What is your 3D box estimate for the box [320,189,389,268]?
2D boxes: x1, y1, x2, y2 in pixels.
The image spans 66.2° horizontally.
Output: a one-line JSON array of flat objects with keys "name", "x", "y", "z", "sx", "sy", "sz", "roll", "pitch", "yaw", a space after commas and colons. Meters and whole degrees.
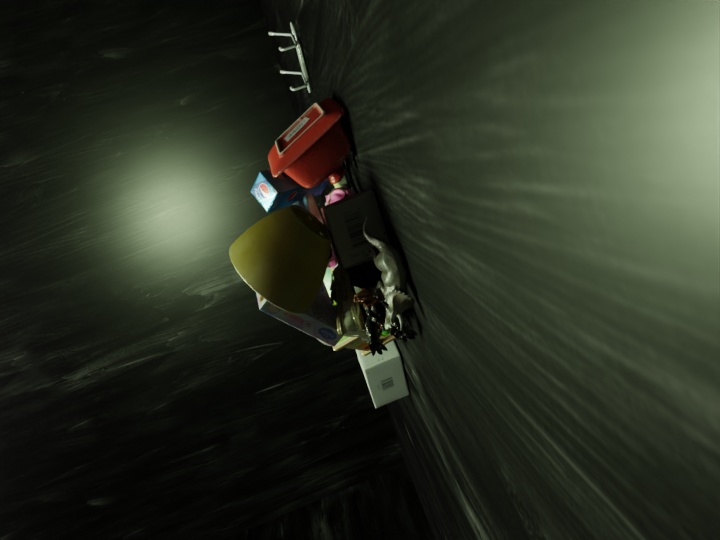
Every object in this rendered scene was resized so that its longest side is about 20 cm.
[{"name": "box", "x": -0.015, "y": -0.090, "z": 1.172, "sx": 0.200, "sy": 0.106, "sz": 0.131, "roll": -140, "pitch": 31, "yaw": -81}]

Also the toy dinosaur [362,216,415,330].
[{"name": "toy dinosaur", "x": 0.056, "y": 0.000, "z": 1.009, "sx": 0.102, "sy": 0.075, "sz": 0.207, "roll": 180, "pitch": 81, "yaw": -67}]

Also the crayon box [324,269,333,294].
[{"name": "crayon box", "x": -0.044, "y": -0.001, "z": 1.414, "sx": 0.051, "sy": 0.197, "sz": 0.129, "roll": -7, "pitch": -106, "yaw": -57}]

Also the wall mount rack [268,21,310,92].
[{"name": "wall mount rack", "x": -0.206, "y": -0.618, "z": 1.607, "sx": 0.176, "sy": 0.072, "sz": 0.204, "roll": -113, "pitch": 7, "yaw": -50}]

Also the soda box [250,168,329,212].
[{"name": "soda box", "x": -0.157, "y": -0.202, "z": 1.281, "sx": 0.068, "sy": 0.198, "sz": 0.065, "roll": 47, "pitch": 128, "yaw": 11}]

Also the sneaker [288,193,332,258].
[{"name": "sneaker", "x": -0.120, "y": -0.084, "z": 1.231, "sx": 0.202, "sy": 0.088, "sz": 0.080, "roll": -115, "pitch": 8, "yaw": -45}]

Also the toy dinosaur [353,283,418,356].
[{"name": "toy dinosaur", "x": 0.039, "y": 0.086, "z": 1.108, "sx": 0.102, "sy": 0.196, "sz": 0.139, "roll": -38, "pitch": 56, "yaw": 39}]

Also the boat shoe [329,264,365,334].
[{"name": "boat shoe", "x": -0.039, "y": 0.057, "z": 1.185, "sx": 0.202, "sy": 0.061, "sz": 0.075, "roll": -113, "pitch": 5, "yaw": -56}]

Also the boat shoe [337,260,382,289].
[{"name": "boat shoe", "x": -0.001, "y": 0.002, "z": 1.254, "sx": 0.066, "sy": 0.075, "sz": 0.199, "roll": 40, "pitch": -179, "yaw": -43}]

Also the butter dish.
[{"name": "butter dish", "x": -0.089, "y": -0.252, "z": 1.192, "sx": 0.148, "sy": 0.199, "sz": 0.200, "roll": 46, "pitch": -172, "yaw": -28}]

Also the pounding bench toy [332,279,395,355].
[{"name": "pounding bench toy", "x": 0.036, "y": 0.103, "z": 1.340, "sx": 0.154, "sy": 0.198, "sz": 0.127, "roll": 20, "pitch": -136, "yaw": -53}]

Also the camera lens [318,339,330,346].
[{"name": "camera lens", "x": -0.043, "y": 0.096, "z": 1.546, "sx": 0.159, "sy": 0.199, "sz": 0.162, "roll": 35, "pitch": -149, "yaw": -25}]

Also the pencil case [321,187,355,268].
[{"name": "pencil case", "x": -0.070, "y": -0.105, "z": 1.346, "sx": 0.092, "sy": 0.091, "sz": 0.204, "roll": 86, "pitch": -161, "yaw": -52}]

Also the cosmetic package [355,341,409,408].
[{"name": "cosmetic package", "x": 0.055, "y": 0.270, "z": 1.709, "sx": 0.202, "sy": 0.120, "sz": 0.203, "roll": -115, "pitch": 7, "yaw": -46}]

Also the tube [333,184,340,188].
[{"name": "tube", "x": -0.075, "y": -0.287, "z": 1.559, "sx": 0.059, "sy": 0.051, "sz": 0.203, "roll": -61, "pitch": -31, "yaw": -34}]

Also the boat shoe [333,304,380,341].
[{"name": "boat shoe", "x": -0.019, "y": 0.106, "z": 1.247, "sx": 0.196, "sy": 0.069, "sz": 0.072, "roll": 14, "pitch": 151, "yaw": 39}]

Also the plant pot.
[{"name": "plant pot", "x": -0.136, "y": -0.040, "z": 1.077, "sx": 0.198, "sy": 0.143, "sz": 0.201, "roll": 37, "pitch": -164, "yaw": -12}]

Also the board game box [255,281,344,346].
[{"name": "board game box", "x": -0.140, "y": 0.050, "z": 1.175, "sx": 0.197, "sy": 0.041, "sz": 0.202, "roll": 32, "pitch": -161, "yaw": -33}]

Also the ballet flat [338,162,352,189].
[{"name": "ballet flat", "x": -0.066, "y": -0.269, "z": 1.355, "sx": 0.202, "sy": 0.062, "sz": 0.069, "roll": 77, "pitch": 178, "yaw": -54}]
